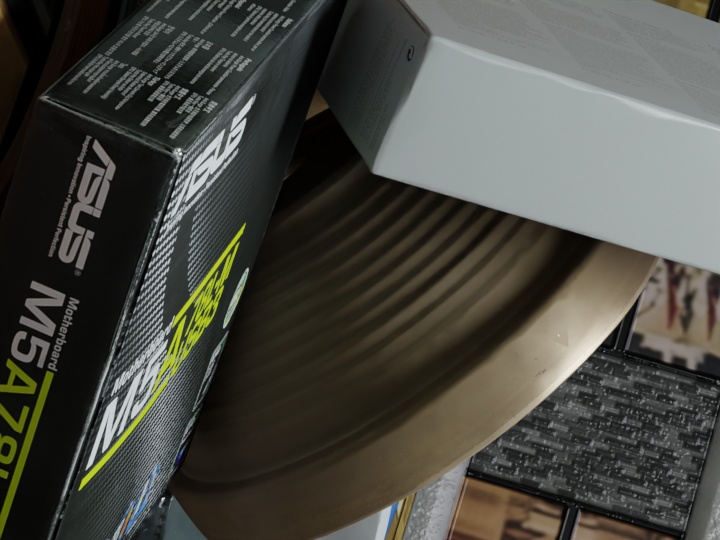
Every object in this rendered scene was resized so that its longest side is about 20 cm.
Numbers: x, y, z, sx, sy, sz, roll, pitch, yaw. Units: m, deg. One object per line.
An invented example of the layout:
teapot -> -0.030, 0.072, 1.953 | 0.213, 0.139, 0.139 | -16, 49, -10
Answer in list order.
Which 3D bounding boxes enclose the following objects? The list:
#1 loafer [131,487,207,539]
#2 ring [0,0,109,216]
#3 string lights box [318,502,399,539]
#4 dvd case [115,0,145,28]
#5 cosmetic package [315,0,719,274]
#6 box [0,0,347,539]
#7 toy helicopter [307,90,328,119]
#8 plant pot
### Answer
loafer -> -0.068, 0.108, 1.076 | 0.201, 0.070, 0.068 | 86, 21, -70
ring -> -0.086, -0.073, 0.706 | 0.200, 0.019, 0.201 | 15, 90, -84
string lights box -> -0.018, 0.055, 1.235 | 0.200, 0.103, 0.059 | -64, 168, -56
dvd case -> -0.047, -0.125, 0.907 | 0.146, 0.022, 0.200 | -46, 153, -77
cosmetic package -> 0.079, -0.056, 0.891 | 0.052, 0.200, 0.151 | -66, -156, 20
box -> -0.069, 0.010, 0.783 | 0.200, 0.047, 0.193 | -57, 171, -66
toy helicopter -> -0.008, -0.137, 1.094 | 0.132, 0.079, 0.200 | -49, 145, -55
plant pot -> 0.000, 0.000, 0.945 | 0.201, 0.093, 0.201 | -32, -164, 10
